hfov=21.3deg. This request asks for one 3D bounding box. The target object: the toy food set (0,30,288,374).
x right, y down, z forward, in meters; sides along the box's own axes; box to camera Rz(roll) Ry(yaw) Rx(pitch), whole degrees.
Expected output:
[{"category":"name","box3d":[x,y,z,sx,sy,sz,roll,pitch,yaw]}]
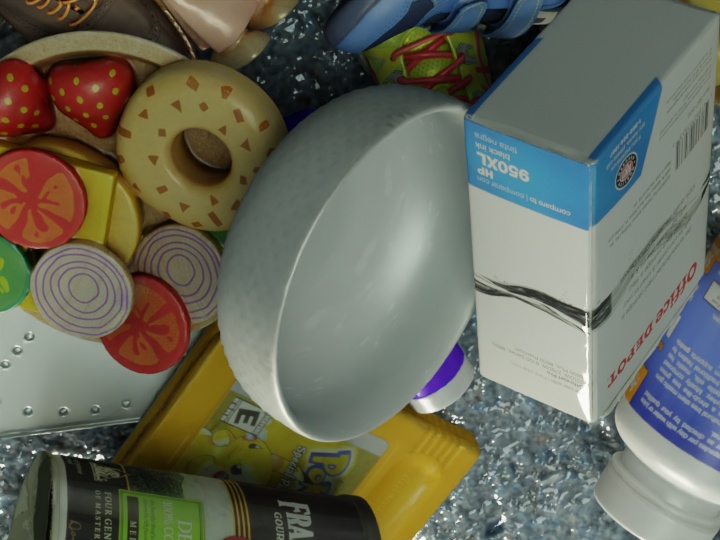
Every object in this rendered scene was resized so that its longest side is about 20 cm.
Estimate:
[{"category":"toy food set","box3d":[-0.140,-0.038,1.079,0.199,0.049,0.199,13,117,1]}]

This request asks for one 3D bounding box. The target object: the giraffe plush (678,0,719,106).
[{"category":"giraffe plush","box3d":[0.273,-0.148,1.080,0.199,0.162,0.173,-11,119,-25]}]

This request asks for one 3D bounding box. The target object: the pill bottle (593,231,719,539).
[{"category":"pill bottle","box3d":[0.232,0.079,1.219,0.112,0.112,0.201,24,105,-19]}]

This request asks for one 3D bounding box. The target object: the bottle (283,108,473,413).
[{"category":"bottle","box3d":[0.000,0.000,1.158,0.065,0.084,0.200,-18,121,33]}]

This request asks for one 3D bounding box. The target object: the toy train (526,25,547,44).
[{"category":"toy train","box3d":[0.113,-0.099,1.169,0.046,0.034,0.201,1,112,0]}]

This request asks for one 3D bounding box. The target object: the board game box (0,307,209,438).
[{"category":"board game box","box3d":[-0.170,0.000,1.156,0.199,0.026,0.201,-7,113,-9]}]

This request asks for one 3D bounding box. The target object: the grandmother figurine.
[{"category":"grandmother figurine","box3d":[-0.124,-0.198,1.058,0.060,0.122,0.200,-19,122,43]}]

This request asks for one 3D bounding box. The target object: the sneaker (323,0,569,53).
[{"category":"sneaker","box3d":[0.072,-0.163,1.068,0.199,0.074,0.083,-31,97,-18]}]

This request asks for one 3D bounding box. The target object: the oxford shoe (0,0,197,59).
[{"category":"oxford shoe","box3d":[-0.174,-0.154,1.067,0.200,0.073,0.071,35,102,-21]}]

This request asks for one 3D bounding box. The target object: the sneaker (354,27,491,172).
[{"category":"sneaker","box3d":[0.051,-0.098,1.125,0.078,0.090,0.201,-22,113,1]}]

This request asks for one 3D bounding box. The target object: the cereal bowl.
[{"category":"cereal bowl","box3d":[-0.010,-0.013,1.037,0.200,0.083,0.201,-38,142,-37]}]

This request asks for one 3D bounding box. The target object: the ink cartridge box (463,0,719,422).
[{"category":"ink cartridge box","box3d":[0.131,-0.038,1.076,0.145,0.084,0.201,-47,146,-35]}]

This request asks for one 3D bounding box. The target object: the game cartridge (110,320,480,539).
[{"category":"game cartridge","box3d":[-0.051,0.135,1.212,0.199,0.032,0.177,28,112,-24]}]

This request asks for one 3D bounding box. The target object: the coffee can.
[{"category":"coffee can","box3d":[-0.103,0.194,1.133,0.199,0.146,0.147,10,109,-18]}]
